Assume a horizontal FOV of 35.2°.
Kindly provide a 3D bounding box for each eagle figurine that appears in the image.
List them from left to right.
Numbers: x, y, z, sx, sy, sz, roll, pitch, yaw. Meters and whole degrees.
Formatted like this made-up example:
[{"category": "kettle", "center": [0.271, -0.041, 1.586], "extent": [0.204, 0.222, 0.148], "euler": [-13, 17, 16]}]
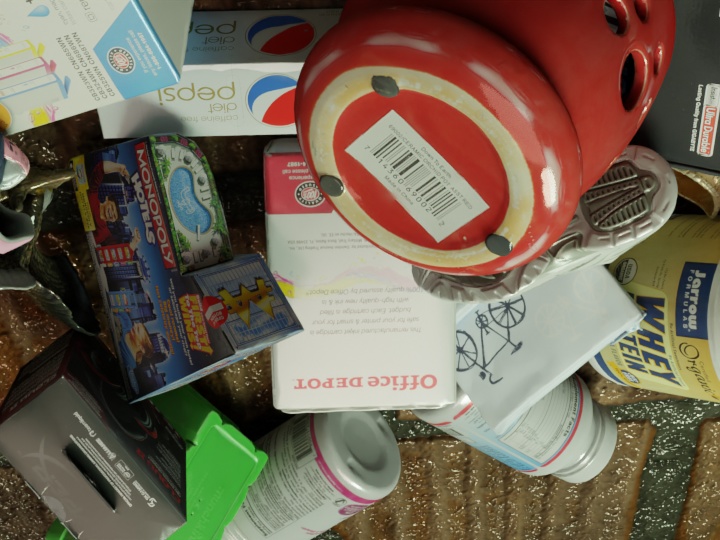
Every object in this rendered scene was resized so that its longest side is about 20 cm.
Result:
[{"category": "eagle figurine", "center": [-0.275, -0.017, 0.886], "extent": [0.150, 0.152, 0.201], "euler": [-26, 156, -34]}]

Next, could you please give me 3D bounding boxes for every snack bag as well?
[{"category": "snack bag", "center": [0.105, 0.015, 0.918], "extent": [0.021, 0.201, 0.189], "euler": [-21, 160, -52]}]

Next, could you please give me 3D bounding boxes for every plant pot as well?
[{"category": "plant pot", "center": [0.072, -0.113, 0.682], "extent": [0.198, 0.183, 0.202], "euler": [18, 137, 17]}]

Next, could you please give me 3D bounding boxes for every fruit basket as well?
[{"category": "fruit basket", "center": [-0.219, 0.198, 1.097], "extent": [0.214, 0.217, 0.156], "euler": [-25, 131, 22]}]

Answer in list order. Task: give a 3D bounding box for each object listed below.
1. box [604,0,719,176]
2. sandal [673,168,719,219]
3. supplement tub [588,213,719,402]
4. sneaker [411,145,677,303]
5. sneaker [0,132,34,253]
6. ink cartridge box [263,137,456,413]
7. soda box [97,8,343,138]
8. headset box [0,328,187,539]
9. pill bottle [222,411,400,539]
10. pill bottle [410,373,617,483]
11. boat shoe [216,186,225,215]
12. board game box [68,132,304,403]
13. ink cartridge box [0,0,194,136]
[{"category": "box", "center": [0.159, -0.170, 0.743], "extent": [0.196, 0.050, 0.202], "euler": [16, 137, 21]}, {"category": "sandal", "center": [0.248, -0.071, 0.861], "extent": [0.209, 0.071, 0.078], "euler": [-13, 175, 0]}, {"category": "supplement tub", "center": [0.280, 0.029, 0.884], "extent": [0.144, 0.146, 0.199], "euler": [36, 162, -32]}, {"category": "sneaker", "center": [0.135, -0.020, 0.810], "extent": [0.198, 0.079, 0.099], "euler": [-16, 166, 22]}, {"category": "sneaker", "center": [-0.249, -0.084, 0.699], "extent": [0.081, 0.071, 0.201], "euler": [-9, 142, -16]}, {"category": "ink cartridge box", "center": [0.000, 0.000, 0.886], "extent": [0.146, 0.086, 0.203], "euler": [-1, 106, -2]}, {"category": "soda box", "center": [-0.087, -0.141, 0.812], "extent": [0.197, 0.069, 0.064], "euler": [-2, 135, 0]}, {"category": "headset box", "center": [-0.209, 0.138, 0.902], "extent": [0.075, 0.200, 0.149], "euler": [-37, 103, -1]}, {"category": "pill bottle", "center": [-0.065, 0.212, 1.141], "extent": [0.113, 0.114, 0.199], "euler": [34, 126, -31]}, {"category": "pill bottle", "center": [0.145, 0.124, 1.059], "extent": [0.199, 0.110, 0.109], "euler": [31, 127, -29]}, {"category": "boat shoe", "center": [-0.150, 0.004, 0.964], "extent": [0.060, 0.074, 0.202], "euler": [-19, 136, -50]}, {"category": "board game box", "center": [-0.128, 0.000, 0.836], "extent": [0.061, 0.203, 0.199], "euler": [-18, -171, -36]}, {"category": "ink cartridge box", "center": [-0.225, -0.176, 0.731], "extent": [0.198, 0.126, 0.129], "euler": [-15, 135, 13]}]
